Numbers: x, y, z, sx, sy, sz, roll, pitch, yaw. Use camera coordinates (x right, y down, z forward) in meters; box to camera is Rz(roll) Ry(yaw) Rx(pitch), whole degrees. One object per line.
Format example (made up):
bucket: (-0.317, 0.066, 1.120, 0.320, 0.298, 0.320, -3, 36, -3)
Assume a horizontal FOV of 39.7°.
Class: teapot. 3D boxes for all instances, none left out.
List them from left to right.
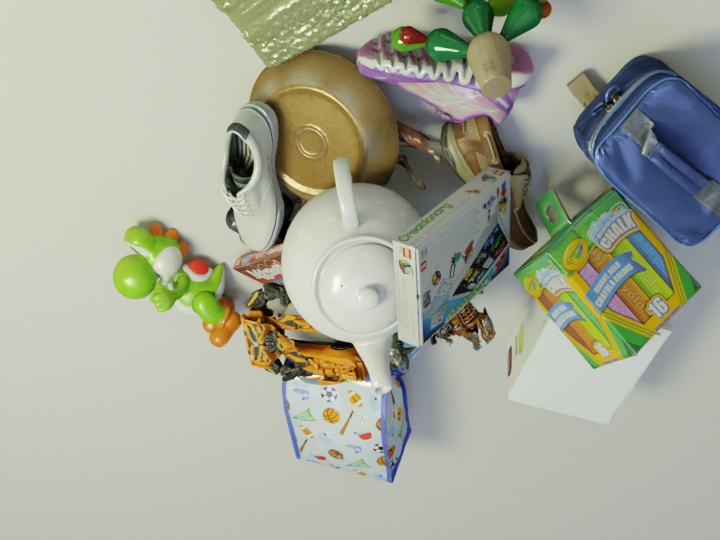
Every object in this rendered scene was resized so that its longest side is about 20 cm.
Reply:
teapot: (0.000, 0.000, 1.138, 0.199, 0.146, 0.198, 32, 105, -16)

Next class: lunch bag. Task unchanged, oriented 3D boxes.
lunch bag: (-0.019, 0.198, 1.468, 0.167, 0.125, 0.202, 8, 140, 18)
lunch bag: (0.335, -0.135, 1.094, 0.199, 0.133, 0.136, 36, 107, -17)

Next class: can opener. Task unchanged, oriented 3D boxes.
can opener: (-0.087, -0.040, 1.311, 0.198, 0.064, 0.078, 30, 142, -20)

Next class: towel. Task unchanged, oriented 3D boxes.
towel: (-0.065, -0.315, 1.079, 0.198, 0.037, 0.149, -26, 125, 26)

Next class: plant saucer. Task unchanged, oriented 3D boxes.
plant saucer: (-0.052, -0.158, 1.179, 0.197, 0.036, 0.203, 13, 125, 18)

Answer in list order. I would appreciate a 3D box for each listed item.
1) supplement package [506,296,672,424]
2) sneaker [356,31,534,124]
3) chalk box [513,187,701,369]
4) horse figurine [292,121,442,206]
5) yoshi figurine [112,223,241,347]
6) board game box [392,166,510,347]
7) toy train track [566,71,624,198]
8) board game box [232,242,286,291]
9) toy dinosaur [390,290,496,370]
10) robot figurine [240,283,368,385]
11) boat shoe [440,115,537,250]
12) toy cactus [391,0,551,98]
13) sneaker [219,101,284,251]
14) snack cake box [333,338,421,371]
supplement package: (0.301, 0.090, 1.348, 0.153, 0.112, 0.202, 14, 132, -6)
sneaker: (0.091, -0.210, 1.123, 0.197, 0.081, 0.089, 8, 133, -1)
chalk box: (0.274, -0.004, 1.185, 0.200, 0.124, 0.125, 48, 165, 4)
horse figurine: (0.015, -0.123, 1.229, 0.131, 0.050, 0.200, 30, 135, -8)
yoshi figurine: (-0.263, 0.029, 1.372, 0.112, 0.113, 0.200, -25, 122, 35)
board game box: (0.108, -0.019, 1.126, 0.034, 0.199, 0.128, 18, 128, 32)
toy train track: (0.308, -0.153, 1.176, 0.114, 0.033, 0.200, -39, 110, 13)
board game box: (-0.089, 0.002, 1.307, 0.102, 0.020, 0.199, 29, 163, -21)
toy dinosaur: (0.078, 0.038, 1.272, 0.200, 0.102, 0.136, 45, 112, 5)
robot figurine: (-0.082, 0.092, 1.347, 0.197, 0.058, 0.147, 2, 113, 31)
boat shoe: (0.172, -0.108, 1.211, 0.073, 0.076, 0.200, -24, 126, 23)
toy cactus: (0.127, -0.254, 1.021, 0.197, 0.167, 0.103, -12, 145, 6)
sneaker: (-0.138, -0.102, 1.192, 0.072, 0.071, 0.202, 20, 131, 25)
snack cake box: (0.054, 0.036, 1.361, 0.114, 0.068, 0.201, 21, 131, -13)
